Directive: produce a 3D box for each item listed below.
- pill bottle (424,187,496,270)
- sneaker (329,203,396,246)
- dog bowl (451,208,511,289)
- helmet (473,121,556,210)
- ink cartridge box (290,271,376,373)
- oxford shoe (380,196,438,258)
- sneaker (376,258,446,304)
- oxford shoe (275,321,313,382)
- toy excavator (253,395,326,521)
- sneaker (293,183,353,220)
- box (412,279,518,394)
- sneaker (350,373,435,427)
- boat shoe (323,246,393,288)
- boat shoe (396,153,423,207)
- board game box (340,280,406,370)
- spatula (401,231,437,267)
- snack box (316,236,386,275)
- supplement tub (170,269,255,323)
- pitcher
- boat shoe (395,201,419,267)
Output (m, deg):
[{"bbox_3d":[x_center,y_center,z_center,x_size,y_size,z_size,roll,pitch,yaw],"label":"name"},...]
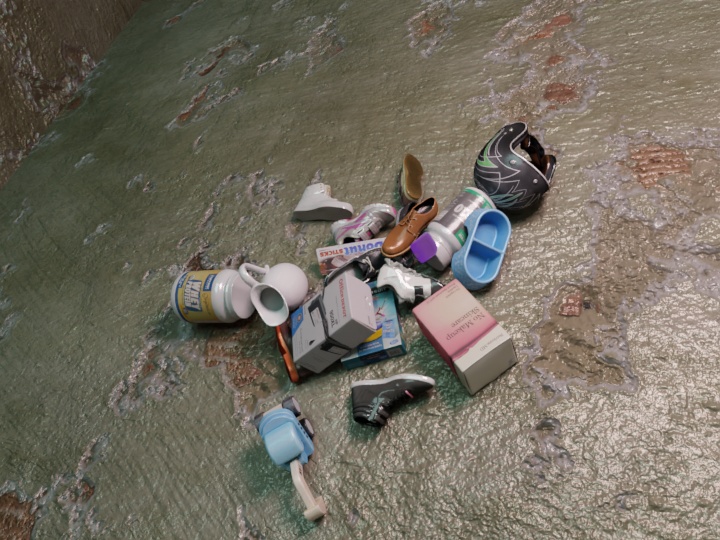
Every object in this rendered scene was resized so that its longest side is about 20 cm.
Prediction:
[{"bbox_3d":[0.236,-0.102,1.406,0.200,0.113,0.113,-45,49,-12],"label":"pill bottle"},{"bbox_3d":[0.012,-0.109,1.543,0.199,0.081,0.089,-26,50,22],"label":"sneaker"},{"bbox_3d":[0.288,-0.055,1.327,0.111,0.050,0.202,24,77,-12],"label":"dog bowl"},{"bbox_3d":[0.376,-0.244,1.400,0.198,0.200,0.192,10,62,31],"label":"helmet"},{"bbox_3d":[-0.067,0.122,1.325,0.200,0.084,0.146,-38,40,26],"label":"ink cartridge box"},{"bbox_3d":[0.119,-0.112,1.405,0.071,0.072,0.200,34,67,24],"label":"oxford shoe"},{"bbox_3d":[0.131,0.050,1.350,0.198,0.074,0.089,22,78,12],"label":"sneaker"},{"bbox_3d":[-0.166,0.187,1.413,0.072,0.072,0.201,-15,51,-13],"label":"oxford shoe"},{"bbox_3d":[-0.143,0.397,1.194,0.099,0.196,0.200,-28,20,2],"label":"toy excavator"},{"bbox_3d":[-0.099,-0.210,1.675,0.198,0.074,0.116,3,59,29],"label":"sneaker"},{"bbox_3d":[0.224,0.140,1.226,0.127,0.109,0.200,-35,47,-4],"label":"box"},{"bbox_3d":[0.067,0.284,1.218,0.198,0.071,0.100,-13,51,23],"label":"sneaker"},{"bbox_3d":[0.000,0.000,1.428,0.199,0.060,0.076,-32,90,-8],"label":"boat shoe"},{"bbox_3d":[0.133,-0.256,1.604,0.065,0.073,0.201,-44,24,37],"label":"boat shoe"},{"bbox_3d":[0.021,0.125,1.375,0.149,0.047,0.201,-18,49,12],"label":"board game box"},{"bbox_3d":[0.117,-0.021,1.388,0.020,0.200,0.057,-26,78,-40],"label":"spatula"},{"bbox_3d":[-0.019,-0.038,1.508,0.198,0.073,0.024,-9,6,19],"label":"snack box"},{"bbox_3d":[-0.397,0.070,1.548,0.198,0.145,0.146,-3,53,23],"label":"supplement tub"},{"bbox_3d":[-0.220,0.034,1.442,0.121,0.172,0.200,-36,6,18],"label":"pitcher"},{"bbox_3d":[0.128,-0.100,1.475,0.066,0.069,0.201,-47,23,45],"label":"boat shoe"}]
